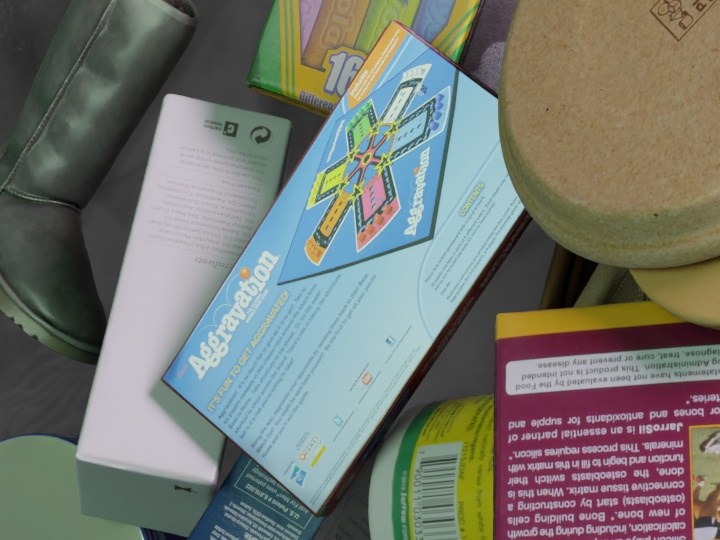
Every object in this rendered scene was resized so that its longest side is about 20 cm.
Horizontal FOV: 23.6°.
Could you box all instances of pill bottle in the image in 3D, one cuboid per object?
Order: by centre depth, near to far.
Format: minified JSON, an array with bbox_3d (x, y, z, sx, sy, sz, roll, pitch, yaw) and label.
[{"bbox_3d":[0.113,0.104,0.764,0.199,0.112,0.114,-11,75,34],"label":"pill bottle"}]

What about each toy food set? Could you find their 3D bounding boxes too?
[{"bbox_3d":[0.134,-0.089,0.639,0.199,0.048,0.200,-58,39,4],"label":"toy food set"}]

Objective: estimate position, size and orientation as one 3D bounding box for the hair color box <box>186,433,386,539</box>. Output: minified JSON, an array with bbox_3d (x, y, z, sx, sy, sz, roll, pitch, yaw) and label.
[{"bbox_3d":[-0.051,0.163,0.837,0.060,0.100,0.201,26,77,27],"label":"hair color box"}]

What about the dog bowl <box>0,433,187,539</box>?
[{"bbox_3d":[-0.162,0.192,0.964,0.199,0.079,0.202,-8,76,34],"label":"dog bowl"}]

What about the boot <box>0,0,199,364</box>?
[{"bbox_3d":[-0.155,-0.071,1.024,0.200,0.072,0.182,-48,60,11],"label":"boot"}]

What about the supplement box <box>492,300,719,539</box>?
[{"bbox_3d":[0.111,0.118,0.636,0.109,0.086,0.202,-6,67,20],"label":"supplement box"}]

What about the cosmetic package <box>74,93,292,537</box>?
[{"bbox_3d":[-0.090,0.024,0.889,0.071,0.102,0.202,12,65,-3],"label":"cosmetic package"}]

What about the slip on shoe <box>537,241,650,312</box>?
[{"bbox_3d":[0.117,-0.037,0.757,0.076,0.060,0.201,-102,14,-46],"label":"slip on shoe"}]

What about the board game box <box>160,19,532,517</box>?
[{"bbox_3d":[0.000,0.000,0.777,0.103,0.019,0.201,38,104,17],"label":"board game box"}]

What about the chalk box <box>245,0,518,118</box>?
[{"bbox_3d":[0.052,-0.157,0.851,0.123,0.124,0.202,22,93,35],"label":"chalk box"}]
